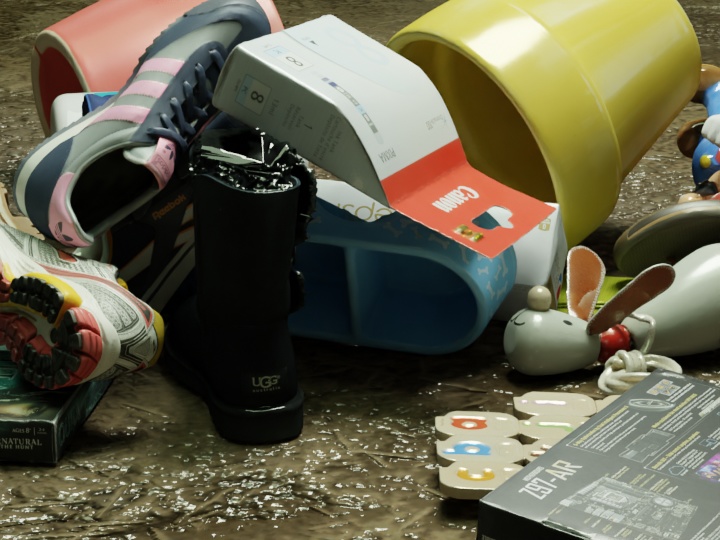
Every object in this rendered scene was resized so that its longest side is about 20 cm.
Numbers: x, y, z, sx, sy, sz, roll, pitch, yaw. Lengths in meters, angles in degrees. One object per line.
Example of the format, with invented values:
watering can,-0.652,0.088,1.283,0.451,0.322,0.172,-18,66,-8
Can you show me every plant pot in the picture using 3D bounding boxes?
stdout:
plant pot,-0.176,-0.159,1.798,0.176,0.202,0.200,-20,24,-26
plant pot,0.145,-0.132,1.553,0.188,0.202,0.200,-34,31,-24

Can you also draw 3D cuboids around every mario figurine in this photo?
mario figurine,0.264,-0.073,1.584,0.106,0.124,0.201,-32,31,19

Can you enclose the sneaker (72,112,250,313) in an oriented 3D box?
sneaker,-0.127,-0.050,1.363,0.079,0.201,0.079,33,10,-24

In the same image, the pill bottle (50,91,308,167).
pill bottle,-0.144,-0.089,1.661,0.198,0.112,0.111,-3,16,-12

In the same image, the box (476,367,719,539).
box,0.173,0.118,1.033,0.159,0.044,0.200,15,25,29

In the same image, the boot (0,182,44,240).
boot,-0.295,-0.016,1.492,0.106,0.076,0.200,-12,21,-21

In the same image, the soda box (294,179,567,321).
soda box,0.038,-0.014,1.429,0.198,0.064,0.068,6,-24,13

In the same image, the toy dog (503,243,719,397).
toy dog,0.192,0.010,1.341,0.199,0.097,0.131,-13,14,-39

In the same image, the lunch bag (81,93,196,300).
lunch bag,-0.130,-0.057,1.508,0.131,0.137,0.200,-3,15,-9

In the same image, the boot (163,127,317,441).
boot,-0.075,-0.006,1.277,0.076,0.170,0.200,-3,16,-14

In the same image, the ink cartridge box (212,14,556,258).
ink cartridge box,0.026,-0.087,1.309,0.199,0.048,0.160,29,21,12

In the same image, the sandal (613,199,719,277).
sandal,0.276,0.001,1.457,0.198,0.082,0.055,10,53,0

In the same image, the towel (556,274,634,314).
towel,0.105,0.011,1.485,0.198,0.018,0.086,4,18,11

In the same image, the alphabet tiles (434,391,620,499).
alphabet tiles,0.139,0.108,1.161,0.193,0.015,0.200,2,17,0

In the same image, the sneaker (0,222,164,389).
sneaker,-0.190,0.022,1.272,0.082,0.079,0.200,1,20,-38

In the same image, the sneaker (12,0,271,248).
sneaker,-0.121,-0.087,1.296,0.200,0.070,0.082,-45,38,-5

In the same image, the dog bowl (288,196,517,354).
dog bowl,0.000,0.000,1.362,0.198,0.112,0.050,8,44,13

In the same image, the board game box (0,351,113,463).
board game box,-0.224,0.067,1.279,0.134,0.028,0.200,1,17,6
